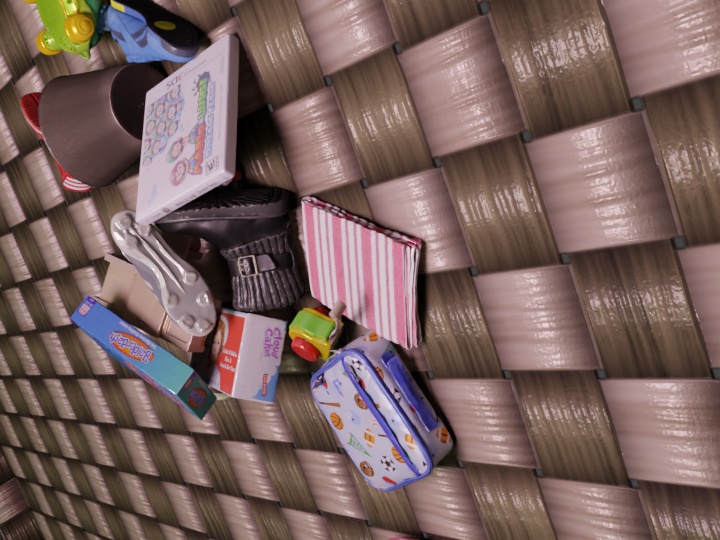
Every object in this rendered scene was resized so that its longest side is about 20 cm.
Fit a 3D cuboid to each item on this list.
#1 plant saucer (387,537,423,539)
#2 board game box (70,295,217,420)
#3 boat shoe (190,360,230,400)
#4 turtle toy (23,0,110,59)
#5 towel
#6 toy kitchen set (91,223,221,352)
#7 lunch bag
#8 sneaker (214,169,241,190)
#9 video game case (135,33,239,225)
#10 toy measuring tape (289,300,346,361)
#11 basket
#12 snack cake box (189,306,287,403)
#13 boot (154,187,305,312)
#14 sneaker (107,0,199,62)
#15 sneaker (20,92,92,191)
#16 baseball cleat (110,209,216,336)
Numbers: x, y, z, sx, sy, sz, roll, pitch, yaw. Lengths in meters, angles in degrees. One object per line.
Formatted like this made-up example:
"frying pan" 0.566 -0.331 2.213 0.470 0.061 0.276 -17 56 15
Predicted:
"plant saucer" 0.103 0.467 1.160 0.198 0.050 0.204 26 128 37
"board game box" -0.311 0.130 1.178 0.198 0.045 0.153 31 161 15
"boat shoe" -0.233 0.170 1.344 0.198 0.071 0.066 -11 109 56
"turtle toy" -0.427 -0.414 1.187 0.144 0.100 0.204 3 114 46
"towel" 0.000 0.000 1.018 0.198 0.030 0.149 26 130 40
"toy kitchen set" -0.263 0.011 1.238 0.197 0.180 0.167 22 94 26
"lunch bag" 0.023 0.181 1.057 0.202 0.075 0.160 55 142 3
"sneaker" -0.212 -0.147 1.144 0.092 0.070 0.204 -14 102 35
"video game case" -0.223 -0.179 1.041 0.180 0.023 0.204 -21 61 36
"toy measuring tape" -0.059 0.071 1.062 0.074 0.073 0.201 50 162 13
"basket" -0.374 -0.230 1.217 0.198 0.136 0.183 -8 114 46
"snack cake box" -0.184 0.116 1.188 0.199 0.066 0.118 5 83 61
"boot" -0.182 -0.025 1.104 0.206 0.080 0.161 1 117 11
"sneaker" -0.284 -0.313 1.110 0.199 0.065 0.080 37 128 35
"sneaker" -0.549 -0.219 1.460 0.201 0.078 0.116 49 139 18
"baseball cleat" -0.266 0.002 1.111 0.202 0.069 0.106 57 166 -6
